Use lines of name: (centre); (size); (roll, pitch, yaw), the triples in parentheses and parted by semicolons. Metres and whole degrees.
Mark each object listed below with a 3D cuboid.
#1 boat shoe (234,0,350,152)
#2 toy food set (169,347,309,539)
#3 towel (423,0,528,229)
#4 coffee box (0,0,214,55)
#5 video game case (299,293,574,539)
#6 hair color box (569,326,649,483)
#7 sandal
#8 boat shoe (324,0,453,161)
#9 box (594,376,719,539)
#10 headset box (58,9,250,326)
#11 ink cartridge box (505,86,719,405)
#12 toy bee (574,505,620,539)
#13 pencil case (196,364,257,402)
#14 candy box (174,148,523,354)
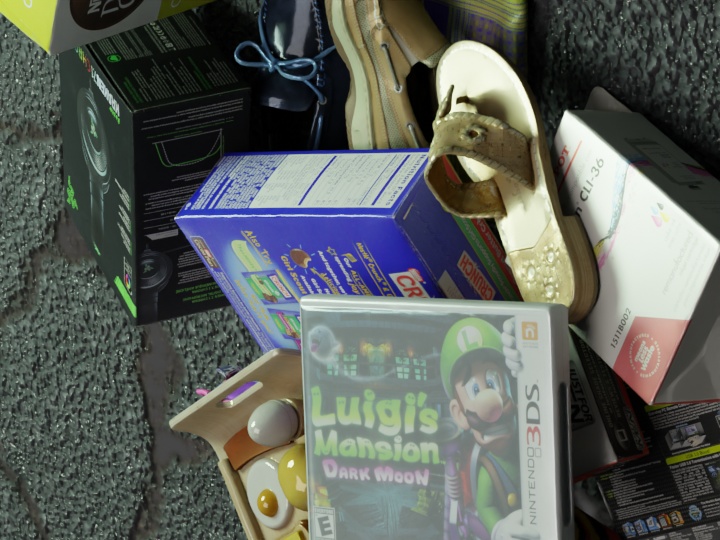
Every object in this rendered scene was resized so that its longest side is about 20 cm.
boat shoe: (-0.040, -0.124, 1.794); (0.084, 0.068, 0.201); (6, 110, 46)
toy food set: (-0.055, 0.170, 1.788); (0.143, 0.060, 0.201); (-35, 72, 44)
towel: (0.056, -0.134, 1.723); (0.143, 0.023, 0.201); (27, 126, 38)
coffee box: (-0.188, -0.303, 1.773); (0.200, 0.197, 0.200); (41, 134, 27)
video game case: (0.046, 0.109, 1.601); (0.199, 0.023, 0.183); (2, 96, 39)
hair color box: (0.075, 0.109, 1.655); (0.199, 0.061, 0.102); (-24, 80, 26)
sandal: (0.075, -0.060, 1.583); (0.078, 0.069, 0.213); (-49, 54, 41)
boat shoe: (0.029, -0.152, 1.686); (0.076, 0.072, 0.201); (9, 124, 32)
box: (0.224, 0.096, 1.631); (0.200, 0.044, 0.161); (-22, 90, 49)
headset box: (-0.152, -0.083, 1.866); (0.174, 0.092, 0.201); (-126, 30, -47)
ink cartridge box: (0.163, -0.021, 1.582); (0.200, 0.067, 0.117); (46, 125, 42)
toy bee: (0.078, 0.165, 1.736); (0.200, 0.108, 0.132); (12, 111, 57)
pencil case: (-0.050, 0.159, 1.908); (0.088, 0.088, 0.201); (-3, 114, 48)
candy box: (0.000, 0.000, 1.738); (0.199, 0.077, 0.169); (2, 136, 40)
